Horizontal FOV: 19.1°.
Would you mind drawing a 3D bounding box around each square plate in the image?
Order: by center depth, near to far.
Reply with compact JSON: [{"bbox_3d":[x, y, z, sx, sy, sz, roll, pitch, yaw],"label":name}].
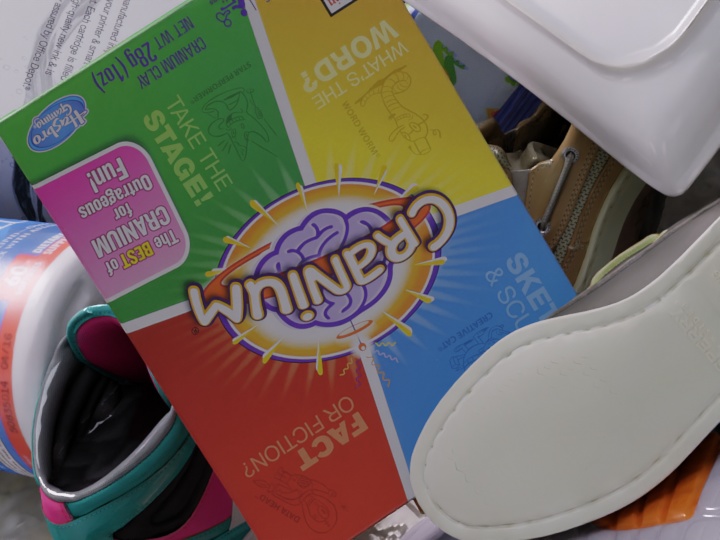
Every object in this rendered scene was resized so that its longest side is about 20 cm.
[{"bbox_3d":[0.106,-0.158,0.796,0.201,0.028,0.198,-55,49,8],"label":"square plate"}]

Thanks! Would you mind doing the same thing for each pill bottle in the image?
[{"bbox_3d":[-0.180,0.030,0.972,0.199,0.113,0.113,6,53,36],"label":"pill bottle"}]

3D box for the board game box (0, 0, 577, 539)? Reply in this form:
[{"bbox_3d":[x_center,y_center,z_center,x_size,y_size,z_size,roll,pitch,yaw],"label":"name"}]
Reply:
[{"bbox_3d":[-0.019,-0.011,0.798,0.152,0.201,0.040,-33,9,-2],"label":"board game box"}]

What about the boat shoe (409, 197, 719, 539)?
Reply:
[{"bbox_3d":[0.106,0.028,0.760,0.201,0.072,0.060,-37,-4,17],"label":"boat shoe"}]

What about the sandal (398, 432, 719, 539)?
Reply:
[{"bbox_3d":[0.089,0.111,0.785,0.206,0.059,0.079,-16,25,47],"label":"sandal"}]

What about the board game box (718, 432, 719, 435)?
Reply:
[{"bbox_3d":[0.195,0.073,0.742,0.159,0.039,0.200,-62,23,-4],"label":"board game box"}]

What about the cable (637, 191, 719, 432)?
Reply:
[{"bbox_3d":[0.117,0.016,0.874,0.097,0.050,0.200,-58,15,26],"label":"cable"}]

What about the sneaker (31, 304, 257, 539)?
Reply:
[{"bbox_3d":[-0.064,0.045,0.884,0.083,0.121,0.200,17,60,40],"label":"sneaker"}]

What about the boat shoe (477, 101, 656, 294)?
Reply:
[{"bbox_3d":[0.073,-0.035,0.852,0.201,0.076,0.072,-61,20,17],"label":"boat shoe"}]

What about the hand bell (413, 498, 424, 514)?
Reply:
[{"bbox_3d":[0.000,0.000,0.867,0.103,0.104,0.201,-22,83,10],"label":"hand bell"}]

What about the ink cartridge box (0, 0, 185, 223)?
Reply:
[{"bbox_3d":[-0.151,-0.090,1.035,0.198,0.083,0.147,12,51,3],"label":"ink cartridge box"}]

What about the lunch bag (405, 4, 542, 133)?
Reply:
[{"bbox_3d":[0.085,-0.140,0.948,0.082,0.161,0.201,35,62,-1],"label":"lunch bag"}]
